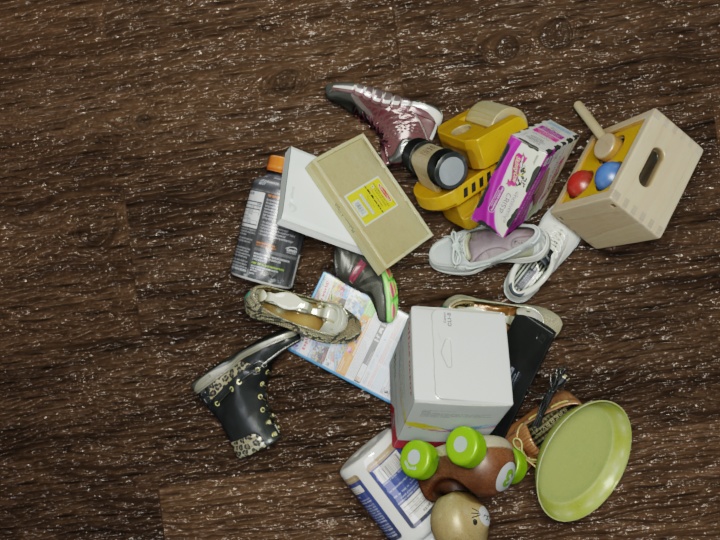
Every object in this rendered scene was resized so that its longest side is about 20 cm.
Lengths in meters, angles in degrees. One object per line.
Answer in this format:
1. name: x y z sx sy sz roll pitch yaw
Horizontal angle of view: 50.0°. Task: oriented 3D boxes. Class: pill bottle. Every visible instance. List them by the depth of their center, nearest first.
1. pill bottle: 0.067 0.362 1.221 0.111 0.111 0.201 -38 87 3
2. pill bottle: -0.136 -0.079 1.243 0.105 0.106 0.203 15 91 4

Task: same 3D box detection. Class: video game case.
1. video game case: -0.004 0.110 1.276 0.198 0.018 0.145 27 92 4

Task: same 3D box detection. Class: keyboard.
1. keyboard: 0.250 0.178 1.190 0.127 0.020 0.202 37 112 40

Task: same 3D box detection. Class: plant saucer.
1. plant saucer: 0.340 0.290 1.200 0.197 0.031 0.203 -9 109 -28

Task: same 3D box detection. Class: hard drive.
1. hard drive: -0.031 -0.100 1.204 0.198 0.026 0.134 19 58 -25

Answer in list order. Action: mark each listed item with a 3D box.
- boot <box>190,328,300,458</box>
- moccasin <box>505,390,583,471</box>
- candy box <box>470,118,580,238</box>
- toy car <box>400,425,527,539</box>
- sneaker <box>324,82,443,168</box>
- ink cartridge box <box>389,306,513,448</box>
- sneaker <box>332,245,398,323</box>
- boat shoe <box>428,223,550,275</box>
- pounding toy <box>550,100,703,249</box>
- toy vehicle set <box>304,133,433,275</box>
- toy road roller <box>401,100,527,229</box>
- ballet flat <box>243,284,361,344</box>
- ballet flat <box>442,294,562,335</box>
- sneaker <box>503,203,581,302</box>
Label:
1. boot: -0.158 0.198 1.260 0.202 0.073 0.155 -30 90 7
2. moccasin: 0.272 0.274 1.224 0.200 0.078 0.074 -35 89 3
3. candy box: 0.246 -0.140 1.138 0.061 0.200 0.138 32 119 16
4. toy car: 0.159 0.351 1.117 0.156 0.164 0.203 -23 56 29
5. sneaker: 0.027 -0.229 1.251 0.197 0.076 0.117 15 93 3
6. ink cartridge box: 0.127 0.165 1.145 0.142 0.201 0.147 3 60 -6
7. sneaker: 0.000 0.000 1.254 0.083 0.077 0.202 -30 76 9
8. boat shoe: 0.193 -0.039 1.211 0.199 0.065 0.076 -5 71 31
9. pounding toy: 0.385 -0.160 1.169 0.141 0.184 0.202 34 77 -13
10. toy vehicle set: 0.015 -0.106 1.203 0.124 0.026 0.201 -32 87 -40
11. toy road roller: 0.174 -0.160 1.216 0.199 0.123 0.147 -33 119 -10
12. ballet flat: -0.084 0.067 1.209 0.197 0.075 0.069 17 66 -12
13. ballet flat: 0.228 0.083 1.238 0.197 0.062 0.069 8 90 4
14. sneaker: 0.301 -0.034 1.229 0.073 0.071 0.201 32 89 4
